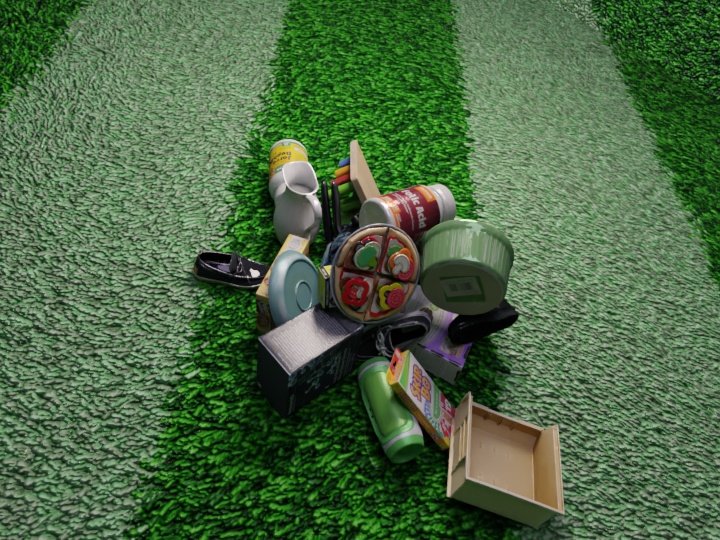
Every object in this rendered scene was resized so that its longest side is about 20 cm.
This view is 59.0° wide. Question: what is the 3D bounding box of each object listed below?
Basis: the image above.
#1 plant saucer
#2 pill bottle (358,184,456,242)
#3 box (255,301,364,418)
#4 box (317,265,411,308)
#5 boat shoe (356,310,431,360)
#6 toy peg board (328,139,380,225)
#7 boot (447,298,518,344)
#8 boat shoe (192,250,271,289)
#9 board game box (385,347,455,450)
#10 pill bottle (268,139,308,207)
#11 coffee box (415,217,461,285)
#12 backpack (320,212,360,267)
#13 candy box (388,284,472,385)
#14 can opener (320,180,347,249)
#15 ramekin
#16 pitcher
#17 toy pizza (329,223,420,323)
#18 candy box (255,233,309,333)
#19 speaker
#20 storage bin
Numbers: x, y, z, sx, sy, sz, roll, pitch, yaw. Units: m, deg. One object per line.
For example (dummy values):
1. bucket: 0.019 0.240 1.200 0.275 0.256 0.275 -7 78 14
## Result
1. plant saucer: -0.130 0.056 1.373 0.027 0.203 0.202 -8 37 27
2. pill bottle: 0.103 -0.116 1.350 0.197 0.116 0.115 -19 53 -34
3. box: -0.105 0.172 1.291 0.198 0.151 0.107 -29 58 -33
4. box: 0.010 0.022 1.298 0.195 0.077 0.050 -8 30 -21
5. boat shoe: 0.059 0.149 1.343 0.195 0.075 0.068 -18 13 19
6. toy peg board: -0.015 -0.191 1.644 0.095 0.203 0.202 -18 35 12
7. boot: 0.239 0.066 1.423 0.196 0.077 0.170 -13 54 -30
8. boat shoe: -0.290 -0.005 1.477 0.194 0.063 0.076 8 43 -8
9. board game box: 0.124 0.252 1.268 0.201 0.030 0.096 50 34 -15
10. pill bottle: -0.190 -0.245 1.690 0.109 0.114 0.203 2 47 -11
11. coffee box: 0.167 -0.035 1.515 0.111 0.203 0.081 15 44 4
12. backpack: 0.000 0.000 1.437 0.180 0.199 0.150 28 59 -20
13. candy box: 0.157 0.136 1.443 0.196 0.073 0.169 25 47 10
14. can opener: -0.068 -0.121 1.555 0.061 0.205 0.079 -6 26 12
15. ramekin: 0.212 0.002 1.298 0.194 0.202 0.099 14 53 1
16. pitcher: -0.141 -0.130 1.532 0.118 0.203 0.174 -11 50 -22
17. toy pizza: 0.033 0.011 1.252 0.195 0.206 0.032 -8 19 -20
18. candy box: -0.173 0.030 1.430 0.055 0.119 0.202 14 45 7
19. speaker: 0.058 0.277 1.276 0.086 0.090 0.203 -8 49 -20
20. storage bin: 0.277 0.359 1.223 0.195 0.095 0.202 20 45 -7
